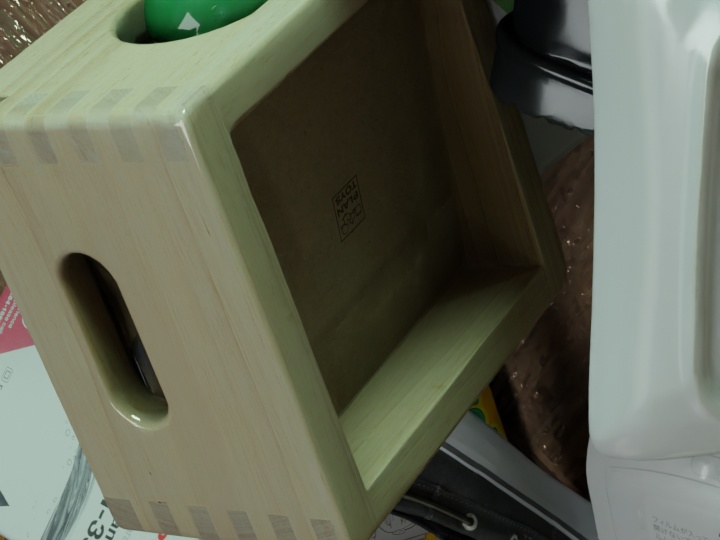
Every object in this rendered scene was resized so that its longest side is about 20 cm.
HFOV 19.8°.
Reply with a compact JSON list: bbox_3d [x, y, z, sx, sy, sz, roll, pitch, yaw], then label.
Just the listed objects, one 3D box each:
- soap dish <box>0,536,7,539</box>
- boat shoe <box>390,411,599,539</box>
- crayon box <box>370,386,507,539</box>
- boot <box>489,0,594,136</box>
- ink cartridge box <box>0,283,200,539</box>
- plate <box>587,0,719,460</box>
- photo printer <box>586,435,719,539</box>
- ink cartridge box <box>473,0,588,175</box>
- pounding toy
[{"bbox_3d":[-0.238,0.125,1.308,0.157,0.081,0.200,31,142,29],"label":"soap dish"},{"bbox_3d":[0.060,0.116,0.879,0.070,0.066,0.200,13,159,49],"label":"boat shoe"},{"bbox_3d":[-0.003,0.072,0.927,0.058,0.119,0.201,21,137,55],"label":"crayon box"},{"bbox_3d":[0.144,-0.107,0.619,0.199,0.076,0.169,18,122,10],"label":"boot"},{"bbox_3d":[-0.113,0.087,1.048,0.200,0.147,0.083,22,172,39],"label":"ink cartridge box"},{"bbox_3d":[0.165,-0.024,0.589,0.032,0.199,0.200,-95,1,-57],"label":"plate"},{"bbox_3d":[0.173,0.133,0.819,0.166,0.069,0.201,17,132,43],"label":"photo printer"},{"bbox_3d":[0.004,-0.140,0.760,0.200,0.084,0.145,25,138,35],"label":"ink cartridge box"},{"bbox_3d":[-0.043,-0.046,0.686,0.142,0.184,0.201,0,123,35],"label":"pounding toy"}]
